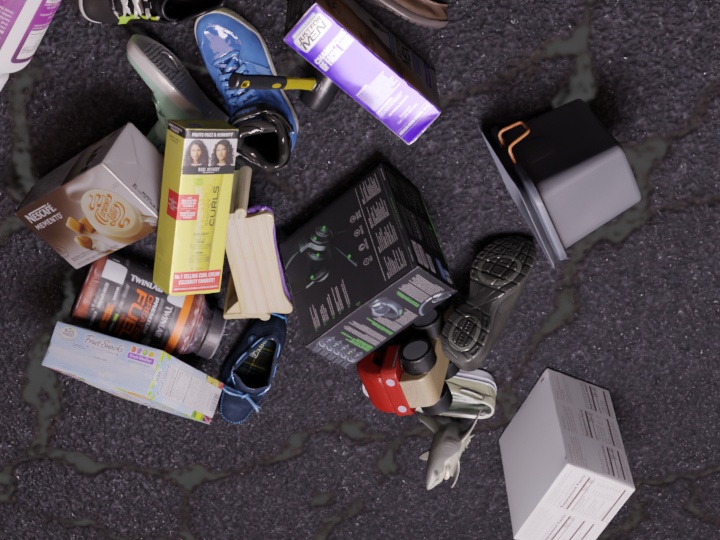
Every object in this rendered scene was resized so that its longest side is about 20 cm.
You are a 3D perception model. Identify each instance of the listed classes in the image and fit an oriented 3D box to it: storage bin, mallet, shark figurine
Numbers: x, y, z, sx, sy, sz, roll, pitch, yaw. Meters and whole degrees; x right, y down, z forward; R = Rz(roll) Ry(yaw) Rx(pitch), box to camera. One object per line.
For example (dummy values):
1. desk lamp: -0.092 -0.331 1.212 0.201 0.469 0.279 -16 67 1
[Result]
1. storage bin: 0.242 -0.127 1.435 0.133 0.201 0.147 -28 121 5
2. mallet: -0.081 -0.227 1.378 0.041 0.199 0.066 42 109 21
3. shark figurine: 0.117 0.240 1.709 0.088 0.214 0.130 27 88 10

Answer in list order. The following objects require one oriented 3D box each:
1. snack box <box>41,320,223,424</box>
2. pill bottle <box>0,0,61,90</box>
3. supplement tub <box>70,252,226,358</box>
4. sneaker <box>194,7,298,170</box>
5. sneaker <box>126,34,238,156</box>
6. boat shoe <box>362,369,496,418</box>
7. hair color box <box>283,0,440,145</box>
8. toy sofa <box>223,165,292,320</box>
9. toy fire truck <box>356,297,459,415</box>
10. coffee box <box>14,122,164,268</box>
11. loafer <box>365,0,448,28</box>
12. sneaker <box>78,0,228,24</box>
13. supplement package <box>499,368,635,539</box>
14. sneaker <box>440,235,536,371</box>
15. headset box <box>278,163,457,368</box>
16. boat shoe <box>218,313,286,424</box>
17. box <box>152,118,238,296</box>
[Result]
1. snack box: -0.299 0.138 1.582 0.166 0.069 0.200 14 169 20
2. pill bottle: -0.411 -0.300 1.356 0.111 0.113 0.201 29 119 -18
3. supplement tub: -0.281 0.051 1.596 0.197 0.108 0.108 21 122 -14
4. sneaker: -0.137 -0.211 1.416 0.076 0.112 0.202 -20 122 13
5. sneaker: -0.245 -0.187 1.448 0.117 0.074 0.201 -28 126 18
6. boat shoe: 0.101 0.173 1.704 0.196 0.062 0.073 2 124 -1
7. hair color box: 0.004 -0.251 1.391 0.199 0.110 0.065 35 117 -22
8. toy sofa: -0.143 -0.032 1.531 0.096 0.084 0.202 -4 136 6
9. toy fire truck: 0.024 0.100 1.599 0.197 0.177 0.130 -9 126 23
10. coffee box: -0.322 -0.090 1.475 0.198 0.080 0.114 -19 125 40
11. loafer: 0.025 -0.339 1.352 0.198 0.073 0.072 23 99 -25
12. sneaker: -0.234 -0.319 1.360 0.196 0.083 0.073 -10 124 6
13. supplement package: 0.288 0.274 1.689 0.109 0.201 0.157 20 122 -13
14. sneaker: 0.172 0.044 1.579 0.075 0.201 0.091 28 166 24
15. headset box: 0.000 0.000 1.510 0.199 0.176 0.092 -37 139 21
16. boat shoe: -0.162 0.146 1.681 0.083 0.069 0.202 13 123 -9
17. box: -0.195 -0.074 1.395 0.074 0.050 0.203 -3 112 -35
